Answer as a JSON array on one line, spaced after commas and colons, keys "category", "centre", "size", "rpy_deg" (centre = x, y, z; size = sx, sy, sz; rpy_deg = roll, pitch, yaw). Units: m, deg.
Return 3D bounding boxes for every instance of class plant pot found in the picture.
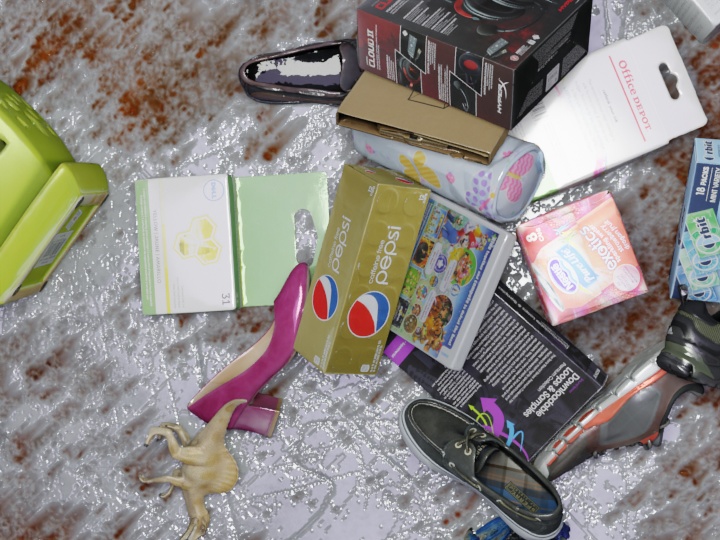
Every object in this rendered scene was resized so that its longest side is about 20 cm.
[{"category": "plant pot", "centre": [-0.382, -0.075, 1.381], "size": [0.181, 0.200, 0.199], "rpy_deg": [36, 93, -2]}]

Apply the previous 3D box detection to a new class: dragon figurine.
[{"category": "dragon figurine", "centre": [0.130, 0.282, 1.343], "size": [0.099, 0.200, 0.059], "rpy_deg": [-35, 77, 41]}]

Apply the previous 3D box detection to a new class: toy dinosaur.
[{"category": "toy dinosaur", "centre": [-0.173, 0.192, 1.416], "size": [0.101, 0.058, 0.201], "rpy_deg": [21, 115, 6]}]

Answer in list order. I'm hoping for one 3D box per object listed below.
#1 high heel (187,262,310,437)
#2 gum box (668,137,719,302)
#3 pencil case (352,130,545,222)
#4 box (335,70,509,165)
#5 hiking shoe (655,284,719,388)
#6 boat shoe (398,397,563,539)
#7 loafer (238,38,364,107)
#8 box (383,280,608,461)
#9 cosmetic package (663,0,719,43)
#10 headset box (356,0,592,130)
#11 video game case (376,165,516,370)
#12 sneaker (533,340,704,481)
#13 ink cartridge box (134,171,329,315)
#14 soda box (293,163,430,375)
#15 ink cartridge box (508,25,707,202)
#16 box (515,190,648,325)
[{"category": "high heel", "centre": [-0.113, 0.076, 1.399], "size": [0.096, 0.067, 0.201], "rpy_deg": [16, 113, -3]}, {"category": "gum box", "centre": [0.414, -0.040, 1.311], "size": [0.199, 0.045, 0.170], "rpy_deg": [6, 130, 7]}, {"category": "pencil case", "centre": [0.086, -0.121, 1.339], "size": [0.200, 0.083, 0.091], "rpy_deg": [31, 55, 31]}, {"category": "box", "centre": [0.088, -0.191, 1.331], "size": [0.163, 0.021, 0.200], "rpy_deg": [17, 50, 18]}, {"category": "hiking shoe", "centre": [0.393, 0.074, 1.323], "size": [0.199, 0.076, 0.101], "rpy_deg": [13, 92, -18]}, {"category": "boat shoe", "centre": [0.122, 0.187, 1.332], "size": [0.200, 0.057, 0.069], "rpy_deg": [37, 64, 19]}, {"category": "loafer", "centre": [-0.030, -0.206, 1.401], "size": [0.199, 0.063, 0.072], "rpy_deg": [-5, 90, 6]}, {"category": "box", "centre": [0.132, 0.092, 1.369], "size": [0.200, 0.036, 0.143], "rpy_deg": [43, 121, 6]}, {"category": "cosmetic package", "centre": [0.308, -0.331, 1.344], "size": [0.074, 0.102, 0.200], "rpy_deg": [-42, 84, 4]}, {"category": "headset box", "centre": [0.101, -0.235, 1.302], "size": [0.200, 0.075, 0.149], "rpy_deg": [27, 52, 27]}, {"category": "video game case", "centre": [0.057, -0.006, 1.346], "size": [0.200, 0.018, 0.144], "rpy_deg": [32, 103, 45]}, {"category": "sneaker", "centre": [0.266, 0.160, 1.362], "size": [0.200, 0.077, 0.082], "rpy_deg": [-41, 92, 6]}, {"category": "ink cartridge box", "centre": [-0.133, -0.030, 1.422], "size": [0.199, 0.048, 0.146], "rpy_deg": [-3, 90, 9]}, {"category": "soda box", "centre": [0.000, 0.000, 1.328], "size": [0.068, 0.064, 0.201], "rpy_deg": [4, 108, -36]}, {"category": "ink cartridge box", "centre": [0.236, -0.157, 1.367], "size": [0.199, 0.067, 0.118], "rpy_deg": [-22, 87, 7]}, {"category": "box", "centre": [0.209, -0.011, 1.303], "size": [0.094, 0.200, 0.103], "rpy_deg": [-20, 88, 6]}]
